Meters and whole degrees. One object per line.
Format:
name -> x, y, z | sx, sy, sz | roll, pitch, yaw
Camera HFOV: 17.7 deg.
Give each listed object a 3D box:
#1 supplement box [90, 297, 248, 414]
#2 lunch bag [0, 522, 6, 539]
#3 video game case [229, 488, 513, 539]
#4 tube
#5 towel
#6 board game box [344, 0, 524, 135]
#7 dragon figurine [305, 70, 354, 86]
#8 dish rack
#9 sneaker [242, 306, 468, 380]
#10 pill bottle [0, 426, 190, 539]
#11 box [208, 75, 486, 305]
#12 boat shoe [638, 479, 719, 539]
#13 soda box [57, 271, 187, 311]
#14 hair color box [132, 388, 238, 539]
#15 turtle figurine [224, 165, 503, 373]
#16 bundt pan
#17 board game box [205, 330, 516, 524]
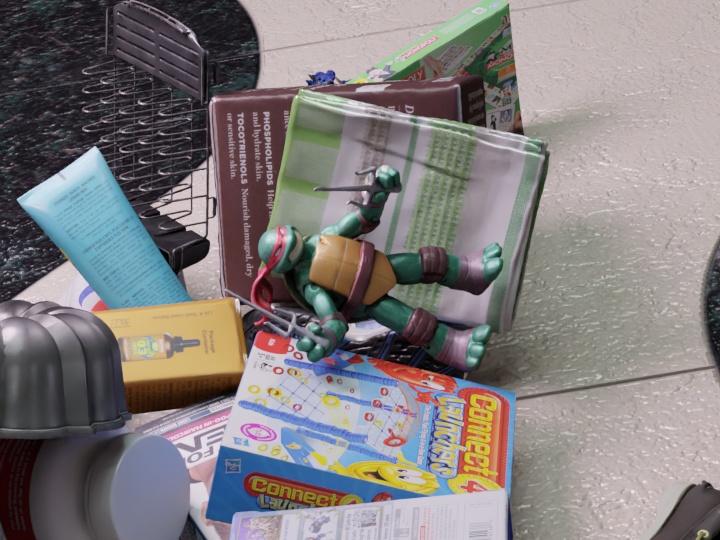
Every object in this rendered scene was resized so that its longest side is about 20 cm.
supplement box -> -0.185, 0.070, 1.719 | 0.198, 0.069, 0.067 | -6, 64, -7
lunch bag -> -0.291, 0.206, 1.500 | 0.167, 0.201, 0.139 | 9, 33, 39
video game case -> 0.003, 0.218, 1.409 | 0.180, 0.046, 0.201 | -5, 32, 7
tube -> -0.178, 0.005, 1.799 | 0.077, 0.201, 0.050 | -37, 3, -27
towel -> 0.032, -0.044, 1.733 | 0.198, 0.151, 0.031 | 13, 7, 5
board game box -> 0.062, -0.136, 2.010 | 0.029, 0.136, 0.199 | 21, 42, 41
dragon figurine -> -0.058, -0.101, 2.020 | 0.059, 0.100, 0.200 | 14, 39, 34
dish rack -> -0.174, -0.109, 1.851 | 0.054, 0.202, 0.153 | -17, 31, -37
sneaker -> -0.001, 0.063, 1.783 | 0.198, 0.076, 0.077 | 9, 18, 24
pill bottle -> -0.220, 0.154, 1.614 | 0.199, 0.113, 0.112 | -1, 31, 36
box -> -0.003, -0.066, 1.837 | 0.198, 0.166, 0.166 | -3, 6, 10
boat shoe -> 0.206, 0.202, 1.483 | 0.060, 0.072, 0.201 | 2, 31, 26
soda box -> -0.205, 0.047, 1.854 | 0.063, 0.069, 0.200 | 2, 33, 19
hair color box -> -0.079, 0.166, 1.635 | 0.099, 0.061, 0.200 | -21, 34, -17
turtle figurine -> 0.000, 0.000, 1.659 | 0.199, 0.151, 0.101 | 18, -6, -17
bundt pan -> -0.251, 0.060, 1.543 | 0.200, 0.077, 0.202 | 3, 4, 0
board game box -> 0.005, 0.125, 1.588 | 0.194, 0.056, 0.200 | 13, 22, 0
